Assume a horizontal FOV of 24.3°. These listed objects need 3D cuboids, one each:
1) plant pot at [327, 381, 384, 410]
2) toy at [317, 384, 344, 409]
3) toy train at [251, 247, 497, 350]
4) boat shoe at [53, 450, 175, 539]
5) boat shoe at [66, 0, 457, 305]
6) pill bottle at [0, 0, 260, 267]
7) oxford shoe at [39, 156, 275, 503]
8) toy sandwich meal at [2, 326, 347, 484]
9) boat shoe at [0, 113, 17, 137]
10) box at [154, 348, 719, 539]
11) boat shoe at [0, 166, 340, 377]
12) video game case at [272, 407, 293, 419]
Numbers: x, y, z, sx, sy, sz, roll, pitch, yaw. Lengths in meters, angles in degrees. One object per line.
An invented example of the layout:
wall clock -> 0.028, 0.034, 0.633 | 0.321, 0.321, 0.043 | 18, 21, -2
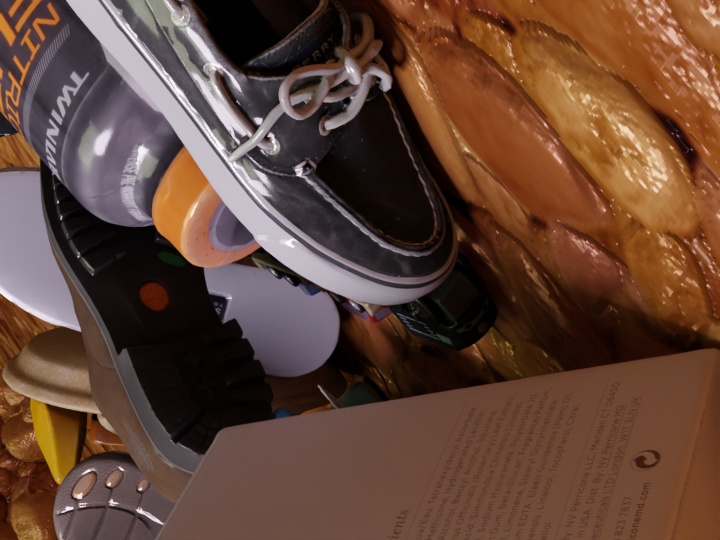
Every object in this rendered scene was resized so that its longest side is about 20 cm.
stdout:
plant pot -> -0.020, 0.219, 0.930 | 0.197, 0.200, 0.196 | 49, 163, 14
toy -> 0.057, 0.097, 0.720 | 0.115, 0.047, 0.200 | 46, 178, -18
toy train -> 0.000, 0.000, 0.734 | 0.046, 0.034, 0.200 | 48, 167, -27
boat shoe -> -0.059, 0.156, 0.807 | 0.200, 0.074, 0.073 | 46, -177, -5
boat shoe -> -0.025, -0.070, 0.595 | 0.200, 0.074, 0.068 | 52, 145, -13
pill bottle -> -0.103, -0.092, 0.702 | 0.200, 0.106, 0.106 | 46, 162, 23
oxford shoe -> -0.104, 0.014, 0.741 | 0.085, 0.072, 0.201 | -59, 43, 51
toy sandwich meal -> -0.102, 0.074, 0.912 | 0.205, 0.204, 0.071 | 20, 109, 63
boat shoe -> -0.195, -0.092, 1.029 | 0.200, 0.066, 0.074 | 59, 163, -16
box -> 0.044, 0.129, 0.563 | 0.199, 0.107, 0.153 | -11, 121, 30
boat shoe -> -0.108, -0.002, 0.847 | 0.199, 0.071, 0.070 | 17, -175, -14
video game case -> 0.034, 0.156, 0.730 | 0.200, 0.018, 0.143 | 39, 156, 23
